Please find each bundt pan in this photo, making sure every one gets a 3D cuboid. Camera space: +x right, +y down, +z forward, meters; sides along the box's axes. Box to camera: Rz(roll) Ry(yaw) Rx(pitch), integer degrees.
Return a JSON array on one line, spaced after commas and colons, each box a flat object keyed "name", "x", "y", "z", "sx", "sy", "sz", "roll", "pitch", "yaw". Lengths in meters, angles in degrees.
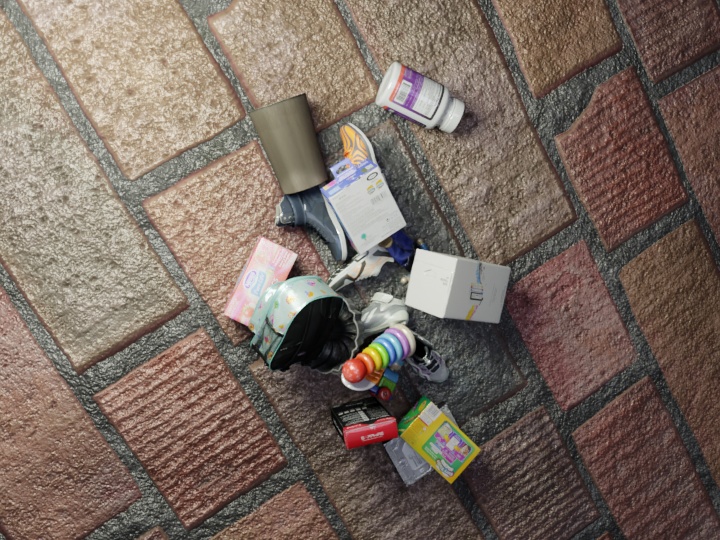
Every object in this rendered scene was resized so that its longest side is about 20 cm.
[{"name": "bundt pan", "x": -0.075, "y": 0.141, "z": 1.485, "sx": 0.201, "sy": 0.076, "sz": 0.203, "roll": 2, "pitch": 94, "yaw": 28}]

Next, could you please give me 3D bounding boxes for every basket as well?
[{"name": "basket", "x": -0.158, "y": -0.288, "z": 1.423, "sx": 0.135, "sy": 0.180, "sz": 0.201, "roll": -15, "pitch": 106, "yaw": 14}]

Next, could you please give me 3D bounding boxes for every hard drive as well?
[{"name": "hard drive", "x": 0.170, "y": 0.456, "z": 1.630, "sx": 0.199, "sy": 0.038, "sz": 0.140, "roll": -29, "pitch": 101, "yaw": -8}]

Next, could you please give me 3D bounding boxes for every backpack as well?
[{"name": "backpack", "x": -0.140, "y": 0.103, "z": 1.373, "sx": 0.175, "sy": 0.153, "sz": 0.200, "roll": -2, "pitch": 134, "yaw": -49}]

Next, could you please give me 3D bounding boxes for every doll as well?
[{"name": "doll", "x": 0.127, "y": -0.029, "z": 1.549, "sx": 0.200, "sy": 0.048, "sz": 0.137, "roll": 36, "pitch": 61, "yaw": -33}]

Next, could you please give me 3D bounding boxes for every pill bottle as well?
[{"name": "pill bottle", "x": 0.147, "y": -0.412, "z": 1.505, "sx": 0.199, "sy": 0.111, "sz": 0.112, "roll": 22, "pitch": 90, "yaw": -15}]

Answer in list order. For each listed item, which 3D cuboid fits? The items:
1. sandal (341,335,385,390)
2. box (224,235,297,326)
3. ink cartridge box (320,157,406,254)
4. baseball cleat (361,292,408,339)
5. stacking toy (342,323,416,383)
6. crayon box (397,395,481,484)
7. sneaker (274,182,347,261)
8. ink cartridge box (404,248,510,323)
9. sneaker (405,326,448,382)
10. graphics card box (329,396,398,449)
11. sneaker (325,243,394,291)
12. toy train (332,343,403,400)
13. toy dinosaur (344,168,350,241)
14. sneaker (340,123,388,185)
[{"name": "sandal", "x": 0.023, "y": 0.235, "z": 1.491, "sx": 0.079, "sy": 0.207, "sz": 0.059, "roll": 36, "pitch": 129, "yaw": 13}, {"name": "box", "x": -0.237, "y": 0.028, "z": 1.459, "sx": 0.094, "sy": 0.103, "sz": 0.201, "roll": 26, "pitch": 90, "yaw": -14}, {"name": "ink cartridge box", "x": 0.002, "y": -0.159, "z": 1.422, "sx": 0.136, "sy": 0.076, "sz": 0.201, "roll": -33, "pitch": 122, "yaw": -5}, {"name": "baseball cleat", "x": 0.020, "y": 0.117, "z": 1.555, "sx": 0.199, "sy": 0.070, "sz": 0.107, "roll": -12, "pitch": 65, "yaw": 1}, {"name": "stacking toy", "x": 0.035, "y": 0.198, "z": 1.436, "sx": 0.199, "sy": 0.085, "sz": 0.086, "roll": -24, "pitch": 102, "yaw": -38}, {"name": "crayon box", "x": 0.197, "y": 0.433, "z": 1.585, "sx": 0.119, "sy": 0.058, "sz": 0.200, "roll": -46, "pitch": 103, "yaw": -5}, {"name": "sneaker", "x": -0.123, "y": -0.100, "z": 1.480, "sx": 0.145, "sy": 0.077, "sz": 0.203, "roll": -21, "pitch": 90, "yaw": -22}, {"name": "ink cartridge box", "x": 0.237, "y": 0.039, "z": 1.517, "sx": 0.199, "sy": 0.147, "sz": 0.146, "roll": 9, "pitch": 95, "yaw": -37}, {"name": "sneaker", "x": 0.161, "y": 0.222, "z": 1.551, "sx": 0.200, "sy": 0.140, "sz": 0.078, "roll": 41, "pitch": 85, "yaw": -13}, {"name": "graphics card box", "x": 0.004, "y": 0.364, "z": 1.497, "sx": 0.125, "sy": 0.200, "sz": 0.051, "roll": -11, "pitch": 97, "yaw": -13}, {"name": "sneaker", "x": 0.000, "y": 0.000, "z": 1.528, "sx": 0.200, "sy": 0.074, "sz": 0.080, "roll": -38, "pitch": 104, "yaw": -7}, {"name": "toy train", "x": 0.008, "y": 0.234, "z": 1.552, "sx": 0.199, "sy": 0.085, "sz": 0.116, "roll": 32, "pitch": 77, "yaw": -14}, {"name": "toy dinosaur", "x": 0.011, "y": -0.153, "z": 1.532, "sx": 0.087, "sy": 0.047, "sz": 0.202, "roll": -3, "pitch": 93, "yaw": -6}, {"name": "sneaker", "x": -0.021, "y": -0.249, "z": 1.478, "sx": 0.112, "sy": 0.078, "sz": 0.201, "roll": -27, "pitch": 86, "yaw": -21}]
